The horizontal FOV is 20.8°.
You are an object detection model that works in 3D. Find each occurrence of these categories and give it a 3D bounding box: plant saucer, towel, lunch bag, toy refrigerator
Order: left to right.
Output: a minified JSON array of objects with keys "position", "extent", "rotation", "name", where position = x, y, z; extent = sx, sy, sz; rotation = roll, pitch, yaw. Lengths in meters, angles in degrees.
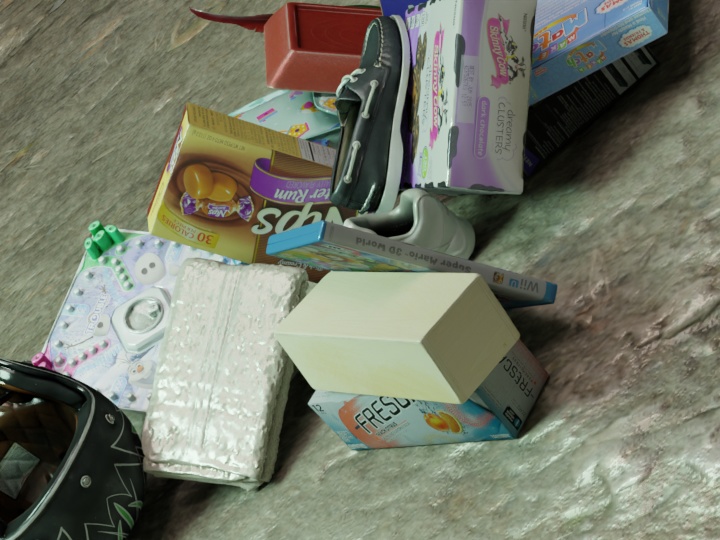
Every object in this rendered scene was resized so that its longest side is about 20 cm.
[{"position":[-0.119,0.089,1.727],"extent":[0.131,0.034,0.202],"rotation":[4,75,28],"name":"towel"},{"position":[-0.035,-0.127,1.965],"extent":[0.198,0.123,0.171],"rotation":[-26,25,6],"name":"lunch bag"},{"position":[0.002,-0.228,1.999],"extent":[0.198,0.037,0.200],"rotation":[3,25,-5],"name":"plant saucer"},{"position":[0.026,0.051,1.509],"extent":[0.076,0.070,0.199],"rotation":[-47,25,-26],"name":"toy refrigerator"}]

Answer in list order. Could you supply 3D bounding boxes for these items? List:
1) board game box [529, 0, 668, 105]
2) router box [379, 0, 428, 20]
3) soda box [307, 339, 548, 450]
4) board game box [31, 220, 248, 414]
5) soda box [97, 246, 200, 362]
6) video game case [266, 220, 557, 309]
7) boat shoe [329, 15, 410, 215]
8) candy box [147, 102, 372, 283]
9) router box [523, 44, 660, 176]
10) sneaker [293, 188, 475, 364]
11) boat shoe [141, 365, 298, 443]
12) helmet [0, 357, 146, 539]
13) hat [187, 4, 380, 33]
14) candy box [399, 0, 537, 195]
[{"position":[0.207,-0.247,1.763],"extent":[0.150,0.037,0.201],"rotation":[-27,31,30],"name":"board game box"},{"position":[0.122,-0.320,2.018],"extent":[0.198,0.049,0.180],"rotation":[-7,35,12],"name":"router box"},{"position":[0.051,0.094,1.558],"extent":[0.199,0.064,0.069],"rotation":[-11,39,49],"name":"soda box"},{"position":[-0.214,0.044,1.931],"extent":[0.198,0.026,0.201],"rotation":[6,59,24],"name":"board game box"},{"position":[-0.194,0.033,2.002],"extent":[0.200,0.068,0.063],"rotation":[-51,28,-17],"name":"soda box"},{"position":[0.038,-0.001,1.552],"extent":[0.143,0.198,0.018],"rotation":[168,115,-70],"name":"video game case"},{"position":[0.006,-0.146,1.773],"extent":[0.076,0.060,0.202],"rotation":[124,152,-57],"name":"boat shoe"},{"position":[-0.085,-0.065,1.810],"extent":[0.057,0.198,0.118],"rotation":[-104,35,-63],"name":"candy box"},{"position":[0.174,-0.188,1.826],"extent":[0.157,0.052,0.200],"rotation":[-41,25,6],"name":"router box"},{"position":[0.000,0.000,1.729],"extent":[0.200,0.099,0.078],"rotation":[-43,34,1],"name":"sneaker"},{"position":[-0.123,0.101,1.796],"extent":[0.200,0.072,0.060],"rotation":[-46,25,4],"name":"boat shoe"},{"position":[-0.284,0.185,1.759],"extent":[0.201,0.189,0.200],"rotation":[-61,-10,-19],"name":"helmet"},{"position":[-0.041,-0.276,2.131],"extent":[0.200,0.176,0.166],"rotation":[-43,25,-2],"name":"hat"},{"position":[0.088,-0.153,1.723],"extent":[0.200,0.071,0.170],"rotation":[-173,87,-77],"name":"candy box"}]
